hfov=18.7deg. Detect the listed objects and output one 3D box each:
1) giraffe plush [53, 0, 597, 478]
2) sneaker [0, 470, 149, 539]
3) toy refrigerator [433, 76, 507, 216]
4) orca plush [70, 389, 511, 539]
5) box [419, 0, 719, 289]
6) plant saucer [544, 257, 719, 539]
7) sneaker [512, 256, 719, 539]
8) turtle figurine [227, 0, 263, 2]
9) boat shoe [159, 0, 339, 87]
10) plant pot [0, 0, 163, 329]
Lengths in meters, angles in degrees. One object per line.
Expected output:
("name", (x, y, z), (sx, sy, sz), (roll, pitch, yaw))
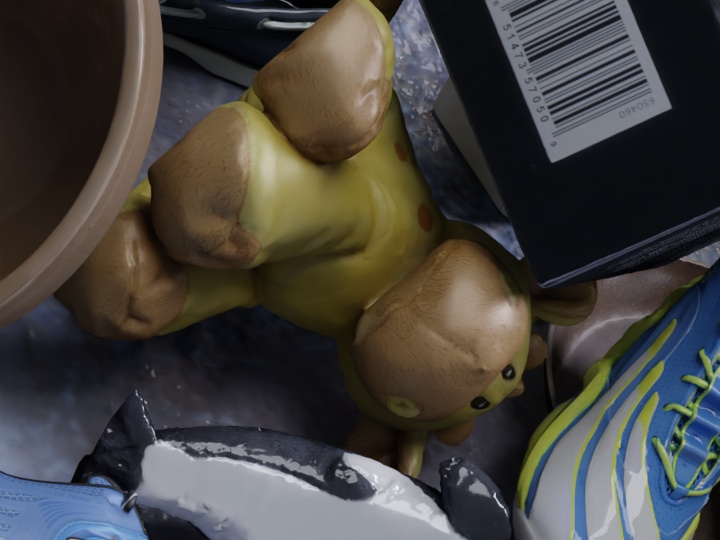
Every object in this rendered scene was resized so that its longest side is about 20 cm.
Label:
("giraffe plush", (0.000, 0.000, 0.838), (0.162, 0.172, 0.200), (49, 23, -4))
("sneaker", (-0.081, 0.113, 0.721), (0.199, 0.079, 0.089), (33, 43, -6))
("toy refrigerator", (0.138, -0.074, 1.063), (0.199, 0.070, 0.076), (-3, 48, -39))
("orca plush", (-0.015, 0.109, 0.807), (0.198, 0.071, 0.106), (15, 90, -12))
("box", (0.115, -0.084, 0.866), (0.149, 0.106, 0.200), (67, 20, 5))
("plant saucer", (0.159, 0.081, 0.964), (0.199, 0.032, 0.201), (21, 43, -21))
("sneaker", (0.131, 0.044, 0.869), (0.076, 0.105, 0.200), (36, 46, 4))
("turtle figurine", (-0.050, -0.212, 0.844), (0.199, 0.195, 0.144), (33, -3, -34))
("boat shoe", (-0.091, -0.133, 0.949), (0.199, 0.062, 0.075), (21, 46, -19))
("plant pot", (-0.156, -0.063, 0.778), (0.201, 0.200, 0.093), (54, 6, 17))
